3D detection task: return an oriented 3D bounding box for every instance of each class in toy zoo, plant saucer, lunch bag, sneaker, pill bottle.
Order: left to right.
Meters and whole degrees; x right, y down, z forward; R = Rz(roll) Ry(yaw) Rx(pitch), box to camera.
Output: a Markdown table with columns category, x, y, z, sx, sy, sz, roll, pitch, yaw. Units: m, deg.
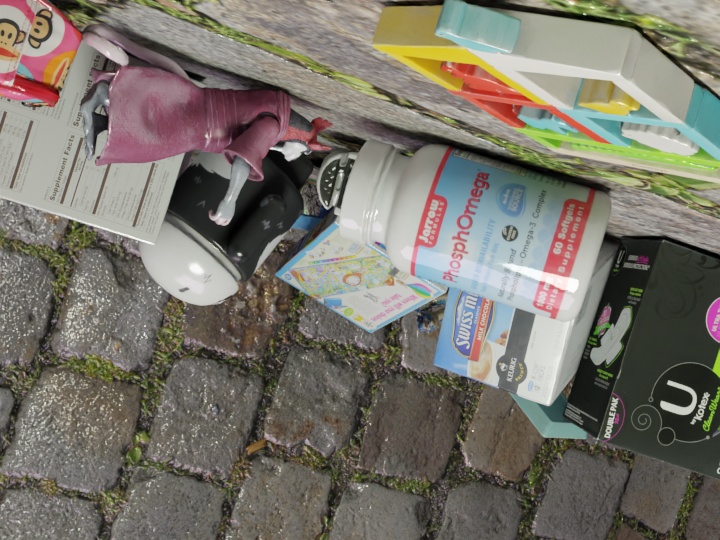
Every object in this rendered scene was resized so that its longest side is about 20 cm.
| category | x | y | z | sx | sy | sz | roll | pitch | yaw |
| --- | --- | --- | --- | --- | --- | --- | --- | --- | --- |
| lunch bag | -0.312 | -0.185 | 0.757 | 0.199 | 0.082 | 0.176 | 20 | -177 | -38 |
| sneaker | -0.057 | -0.092 | 1.400 | 0.077 | 0.089 | 0.200 | 17 | 180 | -4 |
| sneaker | 0.054 | -0.075 | 1.043 | 0.199 | 0.075 | 0.081 | 18 | -164 | -11 |
| pill bottle | 0.089 | -0.037 | 0.856 | 0.199 | 0.109 | 0.109 | 17 | 180 | 9 |
| plant saucer | 0.176 | 0.110 | 1.191 | 0.070 | 0.019 | 0.200 | 9 | -149 | -37 |
| toy zoo | 0.096 | -0.082 | 0.495 | 0.131 | 0.021 | 0.200 | 18 | 180 | 42 |

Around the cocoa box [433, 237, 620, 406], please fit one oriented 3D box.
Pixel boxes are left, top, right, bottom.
| category | x | y | z | sx | sy | sz | roll | pitch | yaw |
| --- | --- | --- | --- | --- | --- | --- | --- | --- | --- |
| cocoa box | 0.179 | 0.033 | 1.133 | 0.131 | 0.134 | 0.200 | 18 | -159 | 21 |

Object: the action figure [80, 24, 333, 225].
| category | x | y | z | sx | sy | sz | roll | pitch | yaw |
| --- | --- | --- | --- | --- | --- | --- | --- | --- | --- |
| action figure | -0.118 | -0.125 | 0.854 | 0.199 | 0.150 | 0.134 | -2 | -155 | -13 |

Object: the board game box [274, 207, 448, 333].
| category | x | y | z | sx | sy | sz | roll | pitch | yaw |
| --- | --- | --- | --- | --- | --- | --- | --- | --- | --- |
| board game box | 0.000 | 0.000 | 1.151 | 0.134 | 0.034 | 0.200 | 32 | 155 | -11 |

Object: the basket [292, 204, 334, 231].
| category | x | y | z | sx | sy | sz | roll | pitch | yaw |
| --- | --- | --- | --- | --- | --- | --- | --- | --- | --- |
| basket | 0.019 | -0.041 | 1.236 | 0.176 | 0.140 | 0.200 | 14 | -179 | 31 |

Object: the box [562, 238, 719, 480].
| category | x | y | z | sx | sy | sz | roll | pitch | yaw |
| --- | --- | --- | --- | --- | --- | --- | --- | --- | --- |
| box | 0.313 | 0.084 | 1.072 | 0.148 | 0.201 | 0.124 | 18 | -179 | -6 |

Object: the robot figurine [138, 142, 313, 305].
| category | x | y | z | sx | sy | sz | roll | pitch | yaw |
| --- | --- | --- | --- | --- | --- | --- | --- | --- | --- |
| robot figurine | -0.137 | -0.057 | 1.115 | 0.125 | 0.200 | 0.150 | 36 | 166 | 9 |

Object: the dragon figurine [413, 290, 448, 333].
| category | x | y | z | sx | sy | sz | roll | pitch | yaw |
| --- | --- | --- | --- | --- | --- | --- | --- | --- | --- |
| dragon figurine | 0.134 | 0.032 | 1.328 | 0.099 | 0.059 | 0.200 | -16 | 180 | 31 |

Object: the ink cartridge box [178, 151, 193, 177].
| category | x | y | z | sx | sy | sz | roll | pitch | yaw |
| --- | --- | --- | --- | --- | --- | --- | --- | --- | --- |
| ink cartridge box | -0.279 | -0.167 | 1.137 | 0.199 | 0.083 | 0.147 | 18 | 179 | 2 |

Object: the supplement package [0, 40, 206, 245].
| category | x | y | z | sx | sy | sz | roll | pitch | yaw |
| --- | --- | --- | --- | --- | --- | --- | --- | --- | --- |
| supplement package | -0.262 | -0.126 | 0.967 | 0.199 | 0.151 | 0.152 | 18 | 180 | -16 |
